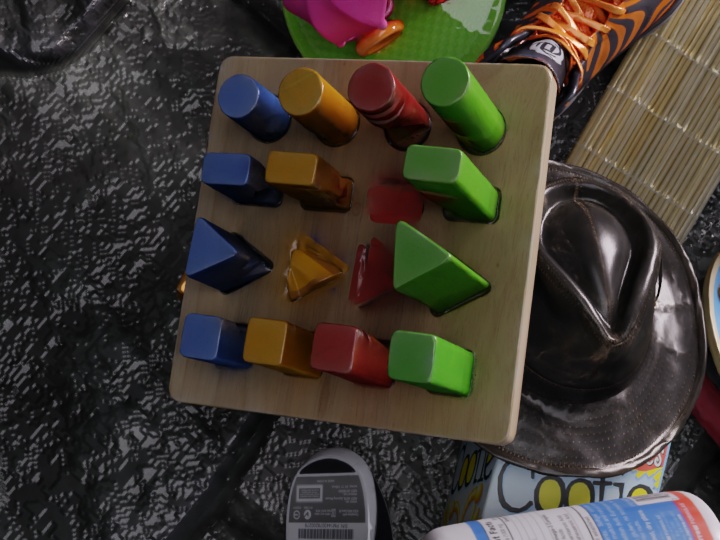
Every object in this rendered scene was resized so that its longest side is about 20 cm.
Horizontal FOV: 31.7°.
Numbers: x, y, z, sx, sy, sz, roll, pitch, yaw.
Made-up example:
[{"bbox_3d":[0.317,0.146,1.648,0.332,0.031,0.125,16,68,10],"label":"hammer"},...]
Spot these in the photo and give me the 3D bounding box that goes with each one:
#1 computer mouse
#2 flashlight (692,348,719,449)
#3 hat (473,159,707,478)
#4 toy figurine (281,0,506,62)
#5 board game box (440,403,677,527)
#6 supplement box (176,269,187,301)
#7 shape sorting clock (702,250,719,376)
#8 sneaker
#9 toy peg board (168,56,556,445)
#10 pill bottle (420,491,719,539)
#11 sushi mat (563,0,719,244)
[{"bbox_3d":[-0.007,0.210,0.766,0.044,0.109,0.203,16,72,-49],"label":"computer mouse"},{"bbox_3d":[0.220,0.089,0.807,0.200,0.068,0.068,49,45,-1],"label":"flashlight"},{"bbox_3d":[0.125,0.010,0.713,0.198,0.081,0.203,6,65,-12],"label":"hat"},{"bbox_3d":[0.025,-0.187,0.723,0.199,0.184,0.151,-32,90,12],"label":"toy figurine"},{"bbox_3d":[0.104,0.171,0.769,0.102,0.105,0.203,17,81,-6],"label":"board game box"},{"bbox_3d":[0.000,0.000,0.787,0.198,0.074,0.127,24,81,-5],"label":"supplement box"},{"bbox_3d":[0.293,0.064,0.795,0.198,0.039,0.202,21,51,-28],"label":"shape sorting clock"},{"bbox_3d":[0.135,-0.146,0.759,0.077,0.112,0.201,38,116,2],"label":"sneaker"},{"bbox_3d":[-0.013,-0.024,0.664,0.197,0.098,0.203,5,81,20],"label":"toy peg board"},{"bbox_3d":[0.088,0.183,0.656,0.197,0.112,0.114,-8,85,-7],"label":"pill bottle"},{"bbox_3d":[0.199,-0.093,0.820,0.095,0.012,0.202,28,102,-3],"label":"sushi mat"}]
